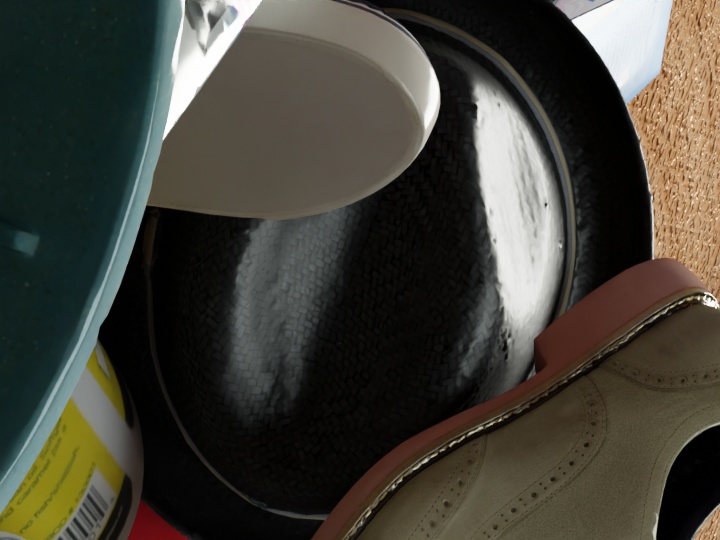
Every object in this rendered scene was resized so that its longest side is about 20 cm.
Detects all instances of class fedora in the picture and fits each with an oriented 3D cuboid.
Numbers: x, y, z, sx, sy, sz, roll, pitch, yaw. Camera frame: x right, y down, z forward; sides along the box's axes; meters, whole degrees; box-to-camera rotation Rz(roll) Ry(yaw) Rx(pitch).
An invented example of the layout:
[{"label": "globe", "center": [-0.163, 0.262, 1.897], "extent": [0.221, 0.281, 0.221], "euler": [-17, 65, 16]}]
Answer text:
[{"label": "fedora", "center": [0.000, 0.000, 0.892], "extent": [0.092, 0.199, 0.202], "euler": [-90, -161, -86]}]

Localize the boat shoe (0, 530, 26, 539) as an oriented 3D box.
[{"label": "boat shoe", "center": [-0.072, 0.119, 0.807], "extent": [0.202, 0.064, 0.075], "euler": [63, 36, -66]}]

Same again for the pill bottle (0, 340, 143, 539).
[{"label": "pill bottle", "center": [-0.136, 0.022, 0.808], "extent": [0.115, 0.114, 0.200], "euler": [-62, 158, -18]}]

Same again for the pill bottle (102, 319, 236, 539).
[{"label": "pill bottle", "center": [-0.084, 0.077, 0.992], "extent": [0.201, 0.112, 0.112], "euler": [-65, 159, -11]}]

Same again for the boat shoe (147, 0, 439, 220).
[{"label": "boat shoe", "center": [-0.053, -0.067, 0.844], "extent": [0.075, 0.199, 0.093], "euler": [59, 43, -34]}]

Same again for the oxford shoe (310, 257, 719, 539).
[{"label": "oxford shoe", "center": [0.046, 0.079, 0.846], "extent": [0.200, 0.074, 0.071], "euler": [-43, 148, -15]}]

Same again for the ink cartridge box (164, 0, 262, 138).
[{"label": "ink cartridge box", "center": [-0.083, -0.116, 0.720], "extent": [0.146, 0.082, 0.200], "euler": [66, 27, -23]}]

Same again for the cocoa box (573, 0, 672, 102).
[{"label": "cocoa box", "center": [0.041, -0.149, 1.061], "extent": [0.133, 0.131, 0.201], "euler": [-42, 147, -50]}]

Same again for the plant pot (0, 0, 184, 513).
[{"label": "plant pot", "center": [-0.166, -0.043, 0.553], "extent": [0.200, 0.195, 0.201], "euler": [-52, 155, -38]}]

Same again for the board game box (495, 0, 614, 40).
[{"label": "board game box", "center": [0.147, -0.174, 0.923], "extent": [0.199, 0.041, 0.200], "euler": [-27, 162, -35]}]
